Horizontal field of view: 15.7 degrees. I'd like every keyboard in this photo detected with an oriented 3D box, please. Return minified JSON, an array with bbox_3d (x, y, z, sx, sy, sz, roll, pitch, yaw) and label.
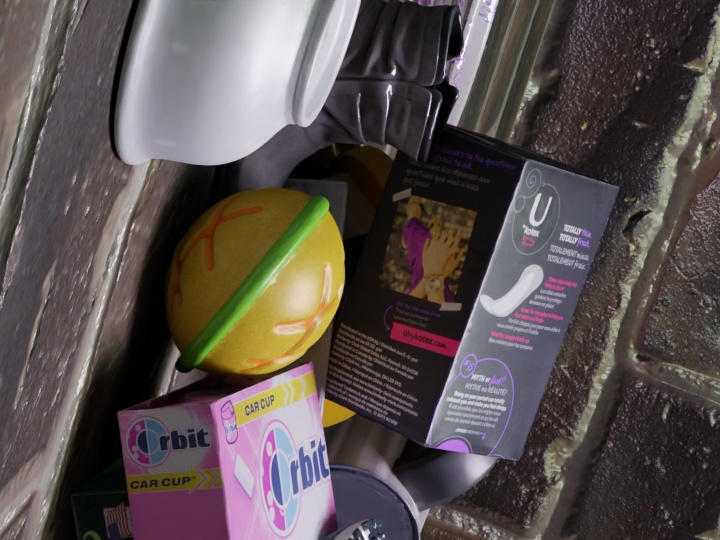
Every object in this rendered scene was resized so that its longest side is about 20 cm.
[{"bbox_3d":[-0.042,0.039,1.745,0.011,0.056,0.201,9,87,-57],"label":"keyboard"}]

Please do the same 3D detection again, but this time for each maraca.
[{"bbox_3d":[-0.071,0.011,1.661,0.137,0.107,0.200,-47,-179,-15],"label":"maraca"}]

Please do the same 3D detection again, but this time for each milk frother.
[{"bbox_3d":[-0.001,0.097,1.961,0.180,0.200,0.188,-42,-167,33],"label":"milk frother"}]

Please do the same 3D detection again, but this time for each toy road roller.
[{"bbox_3d":[0.000,0.000,1.859,0.145,0.123,0.201,-19,146,-29],"label":"toy road roller"}]

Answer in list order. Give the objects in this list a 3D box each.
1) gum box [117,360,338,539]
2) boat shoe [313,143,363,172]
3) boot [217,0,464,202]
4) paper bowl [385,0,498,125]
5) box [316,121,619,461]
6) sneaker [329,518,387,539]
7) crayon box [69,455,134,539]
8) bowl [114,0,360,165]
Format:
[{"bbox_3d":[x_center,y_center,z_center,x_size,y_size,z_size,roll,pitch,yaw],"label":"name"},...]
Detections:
[{"bbox_3d":[-0.078,0.127,1.638,0.200,0.066,0.114,-18,101,-71],"label":"gum box"},{"bbox_3d":[-0.019,-0.118,1.854,0.200,0.062,0.074,96,16,-62],"label":"boat shoe"},{"bbox_3d":[-0.013,-0.092,1.694,0.070,0.131,0.201,-58,166,-61],"label":"boot"},{"bbox_3d":[0.043,-0.196,1.924,0.201,0.104,0.202,17,90,-86],"label":"paper bowl"},{"bbox_3d":[0.070,0.012,1.744,0.122,0.106,0.201,13,99,-53],"label":"box"},{"bbox_3d":[-0.044,0.217,1.682,0.200,0.086,0.078,-40,124,-57],"label":"sneaker"},{"bbox_3d":[-0.119,0.175,1.689,0.200,0.050,0.128,-33,116,-69],"label":"crayon box"},{"bbox_3d":[-0.055,-0.138,1.414,0.201,0.090,0.202,19,90,-83],"label":"bowl"}]
